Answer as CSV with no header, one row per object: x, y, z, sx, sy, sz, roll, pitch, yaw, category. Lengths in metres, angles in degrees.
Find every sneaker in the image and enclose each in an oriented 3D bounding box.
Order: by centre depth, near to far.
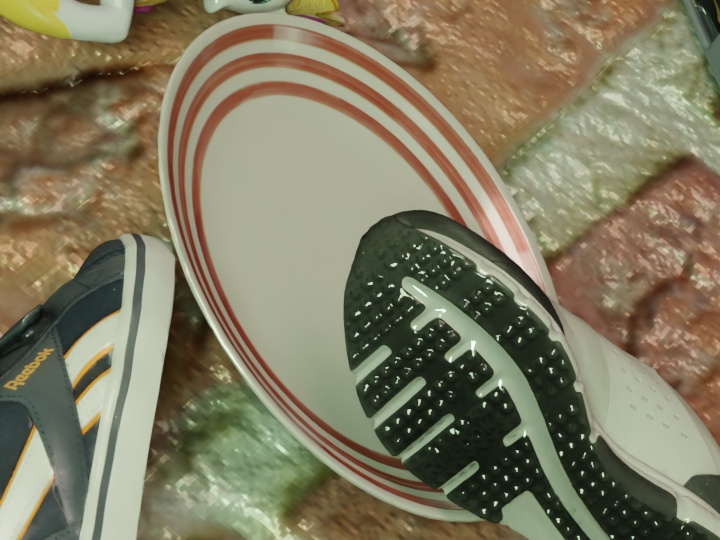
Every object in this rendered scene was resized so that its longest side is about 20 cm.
-0.104,0.054,0.815,0.079,0.079,0.201,13,39,-7,sneaker
0.066,0.051,0.904,0.200,0.074,0.080,48,26,-22,sneaker

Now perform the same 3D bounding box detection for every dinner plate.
0.000,0.000,0.935,0.200,0.024,0.201,31,40,-31,dinner plate

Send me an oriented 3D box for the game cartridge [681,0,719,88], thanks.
0.200,-0.146,1.215,0.133,0.041,0.201,3,49,-23,game cartridge

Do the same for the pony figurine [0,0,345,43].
-0.095,-0.165,0.996,0.199,0.166,0.194,-6,86,-38,pony figurine
